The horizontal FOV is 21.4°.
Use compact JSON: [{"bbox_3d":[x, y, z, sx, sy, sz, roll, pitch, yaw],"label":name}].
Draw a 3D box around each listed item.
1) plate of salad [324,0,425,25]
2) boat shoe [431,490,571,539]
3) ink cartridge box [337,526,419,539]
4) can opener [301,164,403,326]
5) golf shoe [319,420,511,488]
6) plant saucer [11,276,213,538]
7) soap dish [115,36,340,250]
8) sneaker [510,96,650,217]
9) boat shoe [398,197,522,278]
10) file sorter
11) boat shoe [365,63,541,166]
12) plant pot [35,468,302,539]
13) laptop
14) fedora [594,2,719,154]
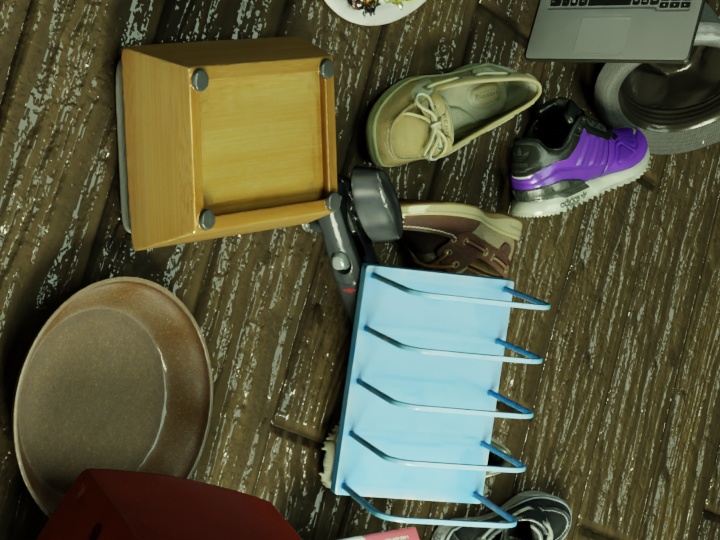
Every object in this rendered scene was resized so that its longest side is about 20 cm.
[{"bbox_3d":[0.034,-0.306,1.641,0.200,0.048,0.201,-24,127,-38],"label":"plate of salad"},{"bbox_3d":[0.154,0.260,1.857,0.200,0.068,0.072,-2,96,-48],"label":"boat shoe"},{"bbox_3d":[0.009,0.333,1.631,0.146,0.083,0.200,-1,66,-49],"label":"ink cartridge box"},{"bbox_3d":[0.000,0.000,1.659,0.063,0.078,0.200,-48,137,-44],"label":"can opener"},{"bbox_3d":[0.053,0.163,1.712,0.200,0.097,0.079,-5,100,-46],"label":"golf shoe"},{"bbox_3d":[-0.197,0.103,1.468,0.200,0.037,0.201,-8,101,-47],"label":"plant saucer"},{"bbox_3d":[-0.100,-0.103,1.517,0.200,0.081,0.158,-11,103,-48],"label":"soap dish"},{"bbox_3d":[0.216,-0.126,1.879,0.200,0.069,0.100,-28,112,-44],"label":"sneaker"},{"bbox_3d":[0.079,-0.024,1.739,0.200,0.072,0.072,11,85,-55],"label":"boat shoe"},{"bbox_3d":[0.071,0.107,1.607,0.138,0.123,0.201,6,96,-20],"label":"file sorter"},{"bbox_3d":[0.083,-0.143,1.731,0.200,0.063,0.073,-22,111,-45],"label":"boat shoe"},{"bbox_3d":[-0.151,0.258,1.401,0.176,0.200,0.200,33,93,-32],"label":"plant pot"},{"bbox_3d":[0.224,-0.307,1.776,0.116,0.187,0.200,28,74,-46],"label":"laptop"},{"bbox_3d":[0.321,-0.212,1.947,0.200,0.177,0.090,41,34,-52],"label":"fedora"}]
